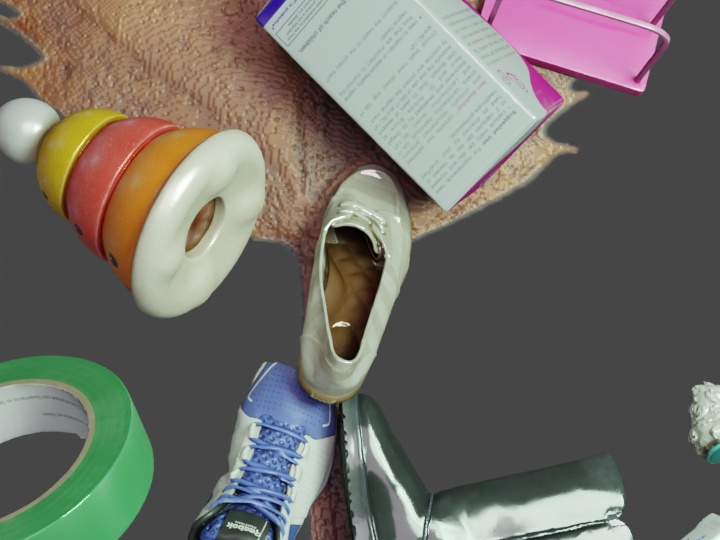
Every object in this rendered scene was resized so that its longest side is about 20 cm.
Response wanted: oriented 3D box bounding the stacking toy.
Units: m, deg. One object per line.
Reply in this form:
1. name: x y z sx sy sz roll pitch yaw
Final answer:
1. stacking toy: -0.182 -0.068 1.203 0.200 0.146 0.146 28 77 20

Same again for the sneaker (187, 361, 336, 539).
1. sneaker: -0.068 0.163 1.156 0.081 0.115 0.199 22 78 -2

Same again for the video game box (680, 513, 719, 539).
1. video game box: 0.227 0.296 1.109 0.182 0.047 0.200 -37 96 -5

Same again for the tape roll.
1. tape roll: -0.239 0.138 1.111 0.200 0.200 0.048 -24 124 -10

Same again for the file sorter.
1. file sorter: 0.185 -0.260 1.260 0.139 0.125 0.200 17 78 -2

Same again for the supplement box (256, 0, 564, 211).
1. supplement box: 0.039 -0.154 1.218 0.200 0.101 0.103 45 113 5

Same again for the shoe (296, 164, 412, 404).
1. shoe: 0.000 0.000 1.200 0.070 0.053 0.200 13 58 -2

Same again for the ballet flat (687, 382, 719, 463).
1. ballet flat: 0.337 0.095 1.239 0.200 0.072 0.072 -7 80 -7

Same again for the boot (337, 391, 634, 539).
1. boot: 0.090 0.156 1.198 0.200 0.066 0.165 -7 88 -4
